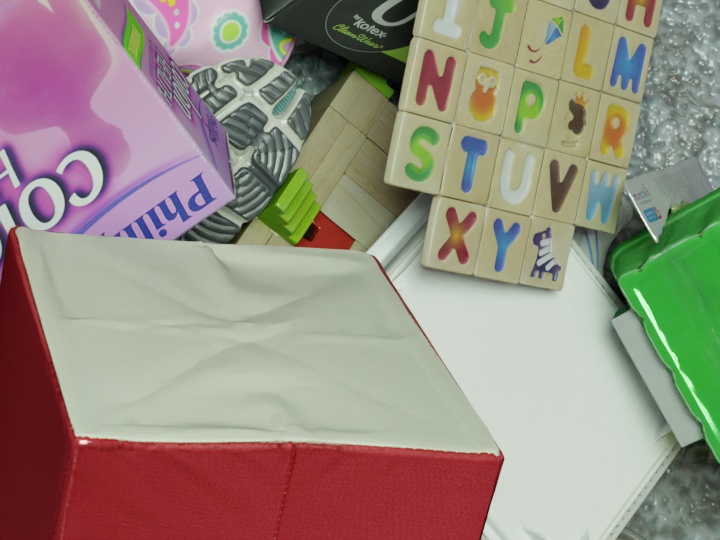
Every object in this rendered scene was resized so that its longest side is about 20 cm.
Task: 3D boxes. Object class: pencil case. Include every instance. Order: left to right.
[{"bbox_3d":[-0.122,-0.154,0.922,0.199,0.087,0.088,24,72,-36],"label":"pencil case"}]

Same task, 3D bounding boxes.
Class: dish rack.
[{"bbox_3d":[0.080,0.056,0.936,0.200,0.043,0.172,50,60,-13],"label":"dish rack"}]

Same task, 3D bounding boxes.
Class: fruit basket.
[{"bbox_3d":[0.198,0.029,0.981,0.093,0.200,0.186,-30,86,15],"label":"fruit basket"}]

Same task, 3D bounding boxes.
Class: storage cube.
[{"bbox_3d":[-0.066,0.102,0.773,0.170,0.200,0.181,4,116,-20],"label":"storage cube"}]

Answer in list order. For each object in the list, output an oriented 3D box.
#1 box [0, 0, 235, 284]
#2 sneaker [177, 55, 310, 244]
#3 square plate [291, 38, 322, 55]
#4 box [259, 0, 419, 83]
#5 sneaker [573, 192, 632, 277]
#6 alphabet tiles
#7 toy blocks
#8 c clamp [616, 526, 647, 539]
[{"bbox_3d":[-0.183,-0.073,0.820,0.175,0.097,0.200,-34,113,7],"label":"box"},{"bbox_3d":[-0.109,-0.033,0.943,0.200,0.080,0.078,-44,106,3],"label":"sneaker"},{"bbox_3d":[-0.112,-0.196,1.029,0.197,0.028,0.201,-16,82,-15],"label":"square plate"},{"bbox_3d":[0.026,-0.215,0.961,0.148,0.124,0.201,16,53,-45],"label":"box"},{"bbox_3d":[0.104,-0.053,1.030,0.086,0.075,0.202,-2,87,-19],"label":"sneaker"},{"bbox_3d":[0.083,-0.094,0.893,0.166,0.006,0.201,10,92,-44],"label":"alphabet tiles"},{"bbox_3d":[0.000,0.000,0.984,0.136,0.100,0.201,39,65,-14],"label":"toy blocks"},{"bbox_3d":[0.109,0.222,0.986,0.199,0.027,0.172,-8,80,-14],"label":"c clamp"}]
